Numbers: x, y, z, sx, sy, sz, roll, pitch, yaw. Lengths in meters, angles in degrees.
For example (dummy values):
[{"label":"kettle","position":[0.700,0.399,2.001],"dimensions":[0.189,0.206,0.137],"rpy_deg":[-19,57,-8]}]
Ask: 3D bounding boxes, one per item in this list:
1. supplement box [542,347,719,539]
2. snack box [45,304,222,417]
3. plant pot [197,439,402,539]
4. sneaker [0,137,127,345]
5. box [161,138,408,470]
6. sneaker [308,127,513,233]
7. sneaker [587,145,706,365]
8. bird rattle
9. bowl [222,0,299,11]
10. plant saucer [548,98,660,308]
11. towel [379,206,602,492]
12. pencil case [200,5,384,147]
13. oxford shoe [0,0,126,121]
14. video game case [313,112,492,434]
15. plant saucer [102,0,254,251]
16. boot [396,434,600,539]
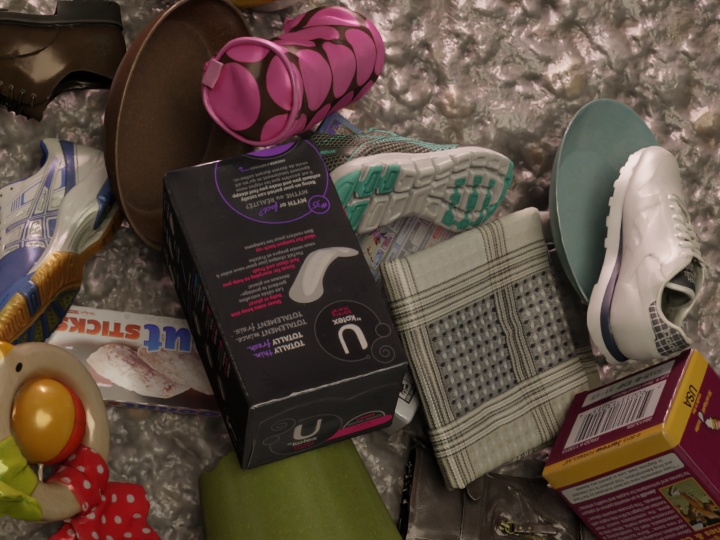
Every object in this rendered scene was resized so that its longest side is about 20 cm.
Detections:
[{"label":"supplement box","position":[0.263,0.179,1.341],"dimensions":[0.200,0.131,0.103],"rpy_deg":[49,43,-16]},{"label":"snack box","position":[-0.154,0.073,1.322],"dimensions":[0.199,0.024,0.072],"rpy_deg":[8,72,-16]},{"label":"plant pot","position":[-0.039,0.225,1.254],"dimensions":[0.199,0.200,0.191],"rpy_deg":[-12,68,-20]},{"label":"sneaker","position":[-0.251,-0.018,1.283],"dimensions":[0.088,0.076,0.201],"rpy_deg":[22,51,9]},{"label":"box","position":[-0.060,0.023,1.225],"dimensions":[0.121,0.106,0.201],"rpy_deg":[-15,61,-16]},{"label":"sneaker","position":[0.037,-0.083,1.346],"dimensions":[0.199,0.078,0.091],"rpy_deg":[0,33,-41]},{"label":"sneaker","position":[0.246,-0.015,1.376],"dimensions":[0.076,0.080,0.201],"rpy_deg":[36,55,-38]},{"label":"bird rattle","position":[-0.221,0.133,1.213],"dimensions":[0.199,0.112,0.164],"rpy_deg":[18,66,-45]},{"label":"bowl","position":[-0.083,-0.276,1.370],"dimensions":[0.201,0.199,0.108],"rpy_deg":[-55,139,-20]},{"label":"plant saucer","position":[0.207,-0.042,1.427],"dimensions":[0.200,0.039,0.203],"rpy_deg":[15,70,-48]},{"label":"towel","position":[0.116,0.058,1.362],"dimensions":[0.199,0.034,0.194],"rpy_deg":[-19,94,-40]},{"label":"pencil case","position":[-0.054,-0.155,1.311],"dimensions":[0.093,0.200,0.091],"rpy_deg":[36,112,6]},{"label":"oxford shoe","position":[-0.276,-0.157,1.312],"dimensions":[0.199,0.073,0.085],"rpy_deg":[-9,83,-19]},{"label":"video game case","position":[0.000,0.000,1.365],"dimensions":[0.181,0.045,0.201],"rpy_deg":[35,61,-9]},{"label":"plant saucer","position":[-0.143,-0.116,1.306],"dimensions":[0.036,0.201,0.201],"rpy_deg":[14,69,25]},{"label":"boot","position":[0.105,0.239,1.349],"dimensions":[0.173,0.069,0.201],"rpy_deg":[8,65,-15]}]
